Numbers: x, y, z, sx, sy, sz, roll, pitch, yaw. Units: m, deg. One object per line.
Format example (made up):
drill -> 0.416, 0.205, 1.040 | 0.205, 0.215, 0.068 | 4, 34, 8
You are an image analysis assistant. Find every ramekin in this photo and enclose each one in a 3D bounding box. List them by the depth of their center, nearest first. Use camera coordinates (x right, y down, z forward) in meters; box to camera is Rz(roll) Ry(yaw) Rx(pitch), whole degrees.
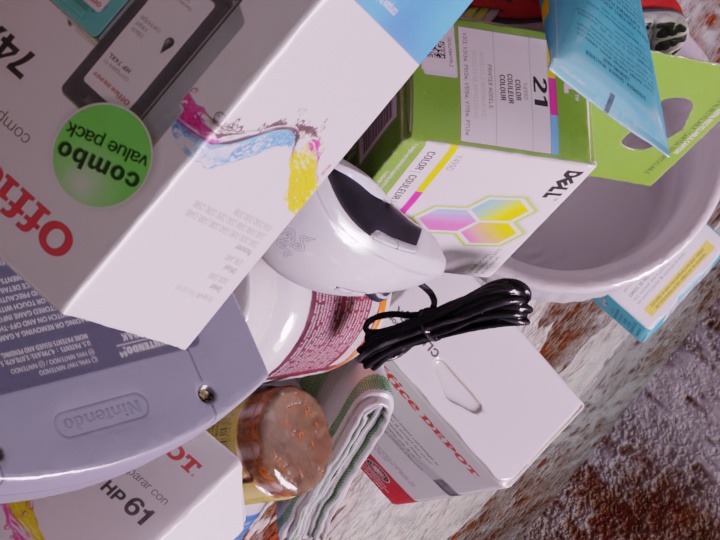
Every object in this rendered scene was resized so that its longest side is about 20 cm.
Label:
ramekin -> 0.128, -0.074, 1.455 | 0.200, 0.200, 0.098 | -47, 172, -10

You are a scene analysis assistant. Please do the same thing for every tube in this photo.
tube -> 0.111, -0.136, 1.110 | 0.050, 0.077, 0.200 | -47, -153, 30

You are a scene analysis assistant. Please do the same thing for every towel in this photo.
towel -> -0.018, 0.052, 1.418 | 0.200, 0.031, 0.149 | -95, -154, -44

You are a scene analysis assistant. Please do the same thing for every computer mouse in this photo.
computer mouse -> 0.000, 0.000, 1.146 | 0.200, 0.110, 0.044 | 35, 51, -48

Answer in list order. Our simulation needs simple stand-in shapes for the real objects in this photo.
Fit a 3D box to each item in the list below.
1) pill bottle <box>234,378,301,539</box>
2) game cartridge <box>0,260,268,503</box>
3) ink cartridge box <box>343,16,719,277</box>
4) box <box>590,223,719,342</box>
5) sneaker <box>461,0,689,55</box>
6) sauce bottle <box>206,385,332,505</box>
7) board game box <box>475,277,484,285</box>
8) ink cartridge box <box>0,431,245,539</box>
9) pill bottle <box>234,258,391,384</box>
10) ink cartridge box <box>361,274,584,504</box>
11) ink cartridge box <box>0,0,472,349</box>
pill bottle -> -0.120, 0.136, 1.412 | 0.200, 0.112, 0.112 | -53, 165, 18
game cartridge -> -0.137, 0.029, 0.989 | 0.200, 0.133, 0.042 | -13, 168, -44
ink cartridge box -> 0.090, -0.056, 1.173 | 0.148, 0.200, 0.076 | 129, -36, -60
box -> 0.142, -0.049, 1.526 | 0.082, 0.200, 0.049 | -46, 171, -10
sneaker -> 0.071, -0.138, 1.188 | 0.200, 0.085, 0.077 | -2, 158, -4
sauce bottle -> -0.108, 0.106, 1.298 | 0.200, 0.066, 0.066 | -10, -166, 39
board game box -> 0.108, -0.056, 1.729 | 0.199, 0.041, 0.200 | -39, 162, -35
ink cartridge box -> -0.176, 0.136, 1.182 | 0.200, 0.144, 0.085 | -42, 157, -26
pill bottle -> -0.065, 0.006, 1.245 | 0.114, 0.114, 0.200 | -53, 165, 13
ink cartridge box -> 0.038, 0.073, 1.521 | 0.084, 0.144, 0.200 | -44, -172, -20
ink cartridge box -> -0.079, -0.094, 0.894 | 0.200, 0.147, 0.146 | -51, 166, 3
